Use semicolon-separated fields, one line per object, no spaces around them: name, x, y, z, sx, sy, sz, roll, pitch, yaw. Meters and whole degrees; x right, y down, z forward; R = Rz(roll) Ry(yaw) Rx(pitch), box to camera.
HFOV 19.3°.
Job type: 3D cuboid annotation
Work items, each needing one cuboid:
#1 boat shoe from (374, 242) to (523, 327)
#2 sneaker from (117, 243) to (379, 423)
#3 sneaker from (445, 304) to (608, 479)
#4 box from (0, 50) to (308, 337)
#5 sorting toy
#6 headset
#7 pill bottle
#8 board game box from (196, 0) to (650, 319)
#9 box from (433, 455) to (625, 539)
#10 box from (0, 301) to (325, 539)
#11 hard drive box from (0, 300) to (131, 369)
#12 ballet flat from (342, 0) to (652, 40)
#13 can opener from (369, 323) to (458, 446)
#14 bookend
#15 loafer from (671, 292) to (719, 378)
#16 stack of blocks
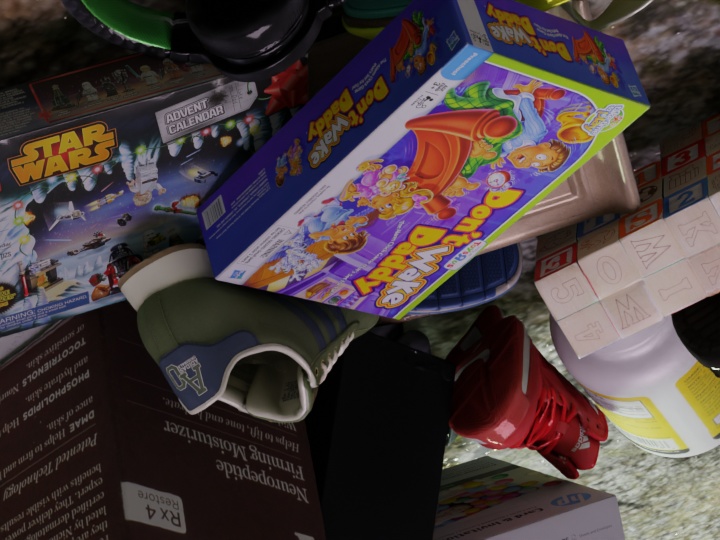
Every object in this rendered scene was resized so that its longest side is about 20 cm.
boat shoe;0.000;0.000;1.292;0.198;0.073;0.072;-1;162;4
sneaker;-0.047;0.043;1.144;0.067;0.090;0.199;-34;157;28
sneaker;0.119;0.088;1.351;0.115;0.200;0.079;37;103;-8
box;-0.123;-0.045;1.092;0.198;0.040;0.138;-18;138;-16
sorting toy;0.043;-0.076;1.177;0.198;0.037;0.186;-14;136;9
headset;-0.047;-0.156;1.015;0.198;0.095;0.124;5;149;-2
pill bottle;0.189;0.043;1.402;0.110;0.112;0.200;-22;151;14
board game box;0.030;-0.056;1.075;0.134;0.045;0.200;12;138;-41
box;0.062;0.175;1.410;0.155;0.042;0.200;-15;-171;-19
box;-0.130;0.155;1.195;0.164;0.202;0.165;-33;143;30
hard drive box;-0.203;0.021;1.226;0.198;0.077;0.156;5;146;-30
ballet flat;0.091;-0.143;1.066;0.198;0.067;0.067;-23;123;7
can opener;0.042;0.078;1.479;0.067;0.053;0.201;-42;156;-17
bookend;-0.049;0.150;1.322;0.092;0.202;0.198;21;159;-36
loafer;0.237;0.011;1.284;0.073;0.200;0.072;-31;110;23
stack of blocks;0.203;-0.038;1.248;0.199;0.115;0.059;-27;110;18
